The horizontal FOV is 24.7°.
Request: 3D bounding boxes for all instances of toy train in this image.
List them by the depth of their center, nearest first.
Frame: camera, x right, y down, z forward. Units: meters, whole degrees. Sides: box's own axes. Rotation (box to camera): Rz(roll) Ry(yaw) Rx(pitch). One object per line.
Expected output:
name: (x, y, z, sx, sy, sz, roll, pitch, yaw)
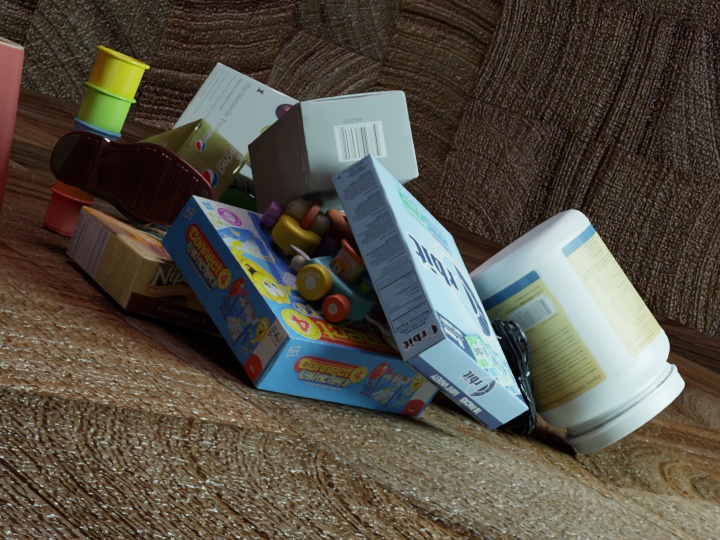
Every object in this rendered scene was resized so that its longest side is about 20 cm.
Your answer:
toy train: (-0.005, -0.015, 1.450, 0.150, 0.056, 0.200, 22, 23, -30)

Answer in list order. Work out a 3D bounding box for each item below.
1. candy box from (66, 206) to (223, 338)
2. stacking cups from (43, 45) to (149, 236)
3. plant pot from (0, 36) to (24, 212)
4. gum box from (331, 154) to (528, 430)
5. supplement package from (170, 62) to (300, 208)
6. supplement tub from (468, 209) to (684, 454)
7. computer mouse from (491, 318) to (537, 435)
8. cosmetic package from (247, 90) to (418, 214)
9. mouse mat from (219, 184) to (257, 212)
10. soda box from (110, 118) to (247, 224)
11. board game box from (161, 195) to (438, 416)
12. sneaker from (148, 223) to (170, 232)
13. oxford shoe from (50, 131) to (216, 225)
candy box: (-0.191, 0.001, 1.542, 0.115, 0.055, 0.200, 19, 6, -28)
stacking cups: (-0.289, -0.136, 1.745, 0.060, 0.200, 0.061, 24, 6, -3)
plant pot: (-0.429, -0.162, 1.638, 0.200, 0.178, 0.200, 20, 5, -2)
gum box: (0.060, 0.020, 1.417, 0.170, 0.044, 0.200, 42, 23, -52)
supplement package: (-0.093, -0.118, 1.791, 0.200, 0.114, 0.110, 26, -23, 12)
supplement tub: (0.203, 0.059, 1.573, 0.200, 0.144, 0.145, 56, 6, -1)
computer mouse: (0.082, 0.074, 1.561, 0.200, 0.139, 0.053, 14, 45, 29)
cosmetic package: (-0.030, -0.103, 1.529, 0.107, 0.090, 0.200, -9, -1, -19)
mouse mat: (-0.130, -0.042, 1.844, 0.161, 0.008, 0.200, 42, -24, -28)
soda box: (-0.202, -0.101, 1.733, 0.068, 0.064, 0.200, 42, -25, -21)
board game box: (-0.047, 0.032, 1.441, 0.200, 0.056, 0.196, 14, 28, -44)
sneaker: (-0.139, -0.022, 1.769, 0.199, 0.088, 0.074, 22, 6, 17)
oxford shoe: (-0.209, -0.086, 1.617, 0.200, 0.071, 0.075, 24, -3, 31)
